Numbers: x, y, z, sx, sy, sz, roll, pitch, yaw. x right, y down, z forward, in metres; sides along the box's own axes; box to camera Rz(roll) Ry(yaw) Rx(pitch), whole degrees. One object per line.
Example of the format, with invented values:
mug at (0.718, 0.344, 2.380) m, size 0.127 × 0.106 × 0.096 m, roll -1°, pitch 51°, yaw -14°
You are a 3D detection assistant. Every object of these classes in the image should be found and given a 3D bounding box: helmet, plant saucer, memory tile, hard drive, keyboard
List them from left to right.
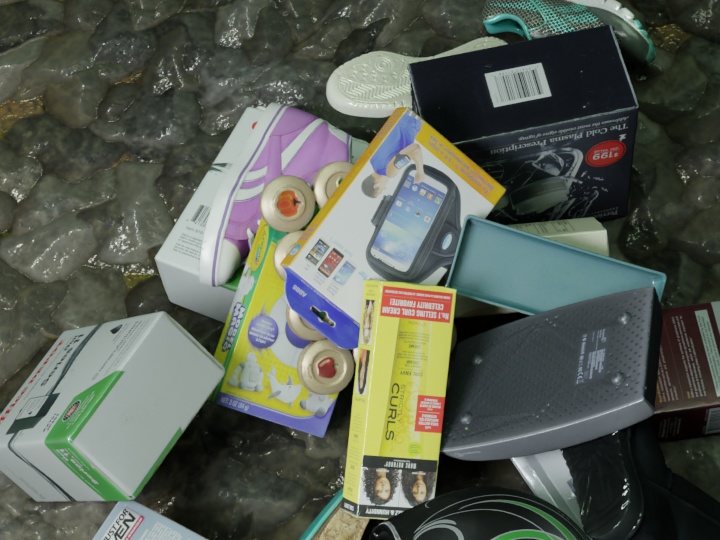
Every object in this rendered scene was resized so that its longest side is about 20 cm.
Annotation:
memory tile at (0.000, 0.000, 1.579) m, size 0.152 × 0.017 × 0.201 m, roll -15°, pitch 96°, yaw -13°
helmet at (0.112, 0.274, 1.438) m, size 0.189 × 0.200 × 0.201 m, roll -1°, pitch 55°, yaw -15°
hard drive at (0.165, 0.094, 1.510) m, size 0.199 × 0.042 × 0.135 m, roll -18°, pitch 41°, yaw 32°
plant saucer at (0.172, 0.010, 1.570) m, size 0.199 × 0.019 × 0.070 m, roll 16°, pitch 90°, yaw -15°
keyboard at (0.184, 0.194, 1.543) m, size 0.056 × 0.011 × 0.200 m, roll -34°, pitch 78°, yaw 1°

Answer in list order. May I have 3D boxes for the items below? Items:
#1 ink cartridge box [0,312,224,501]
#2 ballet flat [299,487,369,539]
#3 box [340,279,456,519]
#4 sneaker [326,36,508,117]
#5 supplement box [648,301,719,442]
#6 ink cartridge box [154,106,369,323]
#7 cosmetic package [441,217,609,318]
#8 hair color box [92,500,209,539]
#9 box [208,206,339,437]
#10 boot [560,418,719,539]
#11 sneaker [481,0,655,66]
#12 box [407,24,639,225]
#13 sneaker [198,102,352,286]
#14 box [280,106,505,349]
ink cartridge box at (-0.231, 0.123, 1.556) m, size 0.200 × 0.083 × 0.147 m, roll -12°, pitch 38°, yaw 55°
ballet flat at (0.013, 0.201, 1.577) m, size 0.065 × 0.071 × 0.200 m, roll 39°, pitch 68°, yaw -4°
box at (0.033, 0.111, 1.517) m, size 0.075 × 0.050 × 0.201 m, roll 7°, pitch 88°, yaw -18°
sneaker at (0.055, -0.166, 1.769) m, size 0.199 × 0.111 × 0.077 m, roll -16°, pitch 62°, yaw -21°
supplement box at (0.240, 0.100, 1.612) m, size 0.199 × 0.061 × 0.109 m, roll -7°, pitch 57°, yaw 0°
ink cartridge box at (-0.086, -0.045, 1.723) m, size 0.146 × 0.083 × 0.201 m, roll 20°, pitch 62°, yaw 18°
cosmetic package at (0.129, -0.001, 1.655) m, size 0.199 × 0.105 × 0.072 m, roll -5°, pitch 98°, yaw 3°
hair color box at (-0.128, 0.276, 1.509) m, size 0.199 × 0.099 × 0.061 m, roll 25°, pitch 63°, yaw 20°
box at (-0.056, 0.039, 1.607) m, size 0.117 × 0.048 × 0.201 m, roll 19°, pitch 86°, yaw -25°
boot at (0.254, 0.185, 1.515) m, size 0.076 × 0.168 × 0.201 m, roll -39°, pitch 33°, yaw 28°
sneaker at (0.212, -0.248, 1.847) m, size 0.199 × 0.078 × 0.091 m, roll 30°, pitch 80°, yaw 26°
box at (0.153, -0.121, 1.692) m, size 0.199 × 0.182 × 0.105 m, roll -12°, pitch 59°, yaw -2°
sneaker at (-0.070, -0.060, 1.642) m, size 0.114 × 0.073 × 0.201 m, roll 22°, pitch 66°, yaw 9°
box at (0.023, -0.029, 1.555) m, size 0.119 × 0.041 × 0.200 m, roll 38°, pitch 81°, yaw -14°
